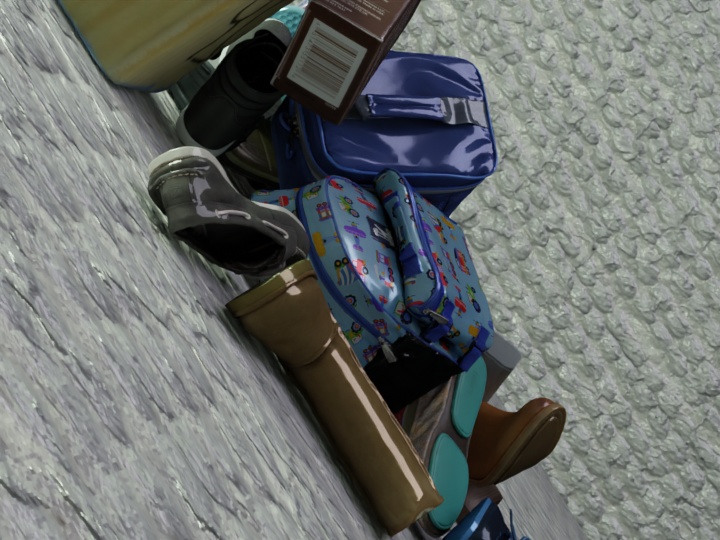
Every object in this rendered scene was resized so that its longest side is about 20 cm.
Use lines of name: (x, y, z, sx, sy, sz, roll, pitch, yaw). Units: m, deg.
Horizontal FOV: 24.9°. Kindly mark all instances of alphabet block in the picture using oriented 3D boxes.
alphabet block: (-0.152, -0.279, 1.316, 0.197, 0.200, 0.195, 57, 4, -3)

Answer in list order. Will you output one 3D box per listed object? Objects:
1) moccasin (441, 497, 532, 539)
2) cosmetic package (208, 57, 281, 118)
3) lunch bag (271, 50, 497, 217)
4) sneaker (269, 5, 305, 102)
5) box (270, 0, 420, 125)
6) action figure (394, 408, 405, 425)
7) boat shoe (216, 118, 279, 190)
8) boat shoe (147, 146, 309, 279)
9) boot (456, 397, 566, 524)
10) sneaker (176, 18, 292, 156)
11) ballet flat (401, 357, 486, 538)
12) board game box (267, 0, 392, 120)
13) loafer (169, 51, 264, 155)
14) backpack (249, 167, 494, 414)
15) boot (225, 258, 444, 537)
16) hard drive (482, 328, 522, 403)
moccasin: (0.107, 0.230, 1.345, 0.068, 0.080, 0.200, 46, 4, 9)
cosmetic package: (-0.162, -0.232, 1.622, 0.201, 0.081, 0.113, 58, 4, 1)
lunch bag: (0.016, -0.123, 1.467, 0.132, 0.199, 0.137, 132, -48, -55)
sneaker: (-0.037, -0.164, 1.617, 0.131, 0.079, 0.201, -55, 129, -81)
box: (0.004, -0.224, 1.392, 0.075, 0.100, 0.200, 31, 41, 1)
action figure: (0.022, 0.114, 1.483, 0.201, 0.052, 0.065, 61, 1, 12)
boat shoe: (-0.085, -0.104, 1.626, 0.200, 0.066, 0.072, 4, 60, -56)
boat shoe: (-0.090, -0.023, 1.159, 0.200, 0.067, 0.057, 40, 34, -60)
boot: (0.098, 0.129, 1.501, 0.156, 0.076, 0.200, 57, -32, 19)
sneaker: (-0.085, -0.182, 1.452, 0.071, 0.099, 0.200, 44, 41, -12)
ballet flat: (0.060, 0.150, 1.396, 0.068, 0.067, 0.200, 55, 35, -29)
board game box: (-0.045, -0.174, 1.729, 0.200, 0.199, 0.041, 55, 5, -16)
loafer: (-0.159, -0.202, 1.526, 0.201, 0.070, 0.068, 58, 4, 11)
backpack: (0.000, 0.000, 1.363, 0.200, 0.134, 0.183, 39, 28, -44)
boot: (-0.010, 0.093, 1.167, 0.201, 0.066, 0.175, 59, 5, 6)
hard drive: (0.074, 0.080, 1.560, 0.132, 0.026, 0.200, 39, -23, 7)
